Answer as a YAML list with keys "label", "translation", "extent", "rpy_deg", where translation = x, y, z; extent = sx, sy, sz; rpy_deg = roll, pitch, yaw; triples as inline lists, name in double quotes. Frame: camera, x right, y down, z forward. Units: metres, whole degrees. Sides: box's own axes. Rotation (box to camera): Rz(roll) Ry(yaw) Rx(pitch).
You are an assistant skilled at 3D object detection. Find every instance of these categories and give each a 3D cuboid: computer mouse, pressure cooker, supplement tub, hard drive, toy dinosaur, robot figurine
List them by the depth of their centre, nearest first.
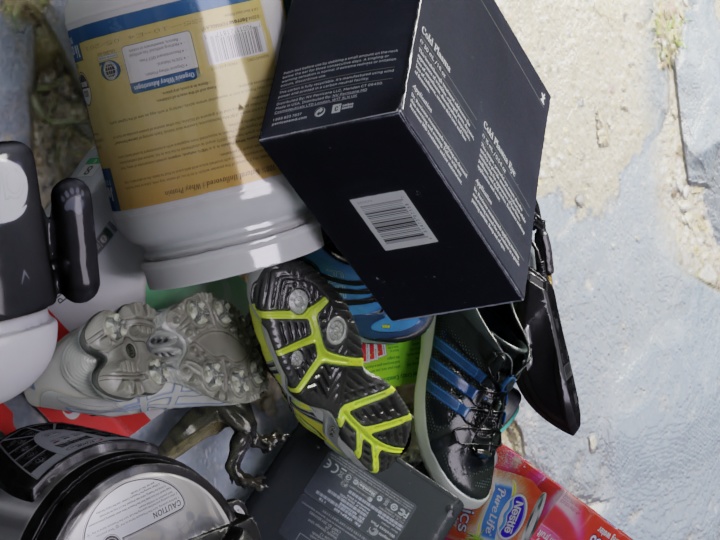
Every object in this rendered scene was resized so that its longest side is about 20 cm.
- label: "robot figurine"
  translation: [-0.256, -0.012, 1.302]
  extent: [0.125, 0.149, 0.201]
  rpy_deg: [-19, 102, -60]
- label: "pressure cooker"
  translation: [-0.167, 0.196, 1.327]
  extent: [0.178, 0.199, 0.177]
  rpy_deg: [38, 69, -36]
- label: "supplement tub"
  translation: [-0.105, -0.099, 1.376]
  extent: [0.144, 0.144, 0.201]
  rpy_deg: [-19, 98, -43]
- label: "toy dinosaur"
  translation: [-0.090, 0.108, 1.509]
  extent: [0.200, 0.047, 0.088]
  rpy_deg: [-50, 120, -42]
- label: "hard drive"
  translation: [-0.031, 0.215, 1.526]
  extent: [0.139, 0.033, 0.200]
  rpy_deg: [34, 63, 1]
- label: "computer mouse"
  translation: [0.142, 0.035, 1.723]
  extent: [0.140, 0.046, 0.201]
  rpy_deg: [-41, 118, -79]

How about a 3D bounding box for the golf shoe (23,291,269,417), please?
- label: "golf shoe"
  translation: [-0.145, 0.063, 1.408]
  extent: [0.200, 0.097, 0.079]
  rpy_deg: [8, 64, -56]

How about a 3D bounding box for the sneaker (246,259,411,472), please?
- label: "sneaker"
  translation: [-0.038, 0.068, 1.474]
  extent: [0.075, 0.076, 0.201]
  rpy_deg: [-49, 132, -26]

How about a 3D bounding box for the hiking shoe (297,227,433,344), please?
- label: "hiking shoe"
  translation: [0.000, 0.000, 1.508]
  extent: [0.200, 0.086, 0.075]
  rpy_deg: [36, 65, -42]

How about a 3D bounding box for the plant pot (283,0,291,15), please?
- label: "plant pot"
  translation: [-0.057, -0.251, 1.475]
  extent: [0.200, 0.200, 0.135]
  rpy_deg: [45, 33, -34]

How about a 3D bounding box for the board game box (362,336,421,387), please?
- label: "board game box"
  translation: [0.031, 0.037, 1.635]
  extent: [0.199, 0.047, 0.102]
  rpy_deg: [-7, 95, -44]

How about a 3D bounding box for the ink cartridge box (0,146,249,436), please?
- label: "ink cartridge box"
  translation: [-0.176, 0.039, 1.432]
  extent: [0.161, 0.050, 0.201]
  rpy_deg: [51, 54, -31]

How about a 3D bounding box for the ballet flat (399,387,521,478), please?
- label: "ballet flat"
  translation: [0.056, 0.131, 1.645]
  extent: [0.200, 0.073, 0.073]
  rpy_deg: [-41, 116, -35]

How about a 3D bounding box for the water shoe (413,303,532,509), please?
- label: "water shoe"
  translation: [0.088, 0.079, 1.584]
  extent: [0.071, 0.079, 0.201]
  rpy_deg: [9, 73, -45]

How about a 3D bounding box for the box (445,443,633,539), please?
- label: "box"
  translation: [0.148, 0.225, 1.671]
  extent: [0.100, 0.095, 0.200]
  rpy_deg: [-53, 140, -2]

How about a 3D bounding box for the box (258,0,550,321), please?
- label: "box"
  translation: [0.036, -0.101, 1.380]
  extent: [0.200, 0.104, 0.183]
  rpy_deg: [54, 37, -42]
